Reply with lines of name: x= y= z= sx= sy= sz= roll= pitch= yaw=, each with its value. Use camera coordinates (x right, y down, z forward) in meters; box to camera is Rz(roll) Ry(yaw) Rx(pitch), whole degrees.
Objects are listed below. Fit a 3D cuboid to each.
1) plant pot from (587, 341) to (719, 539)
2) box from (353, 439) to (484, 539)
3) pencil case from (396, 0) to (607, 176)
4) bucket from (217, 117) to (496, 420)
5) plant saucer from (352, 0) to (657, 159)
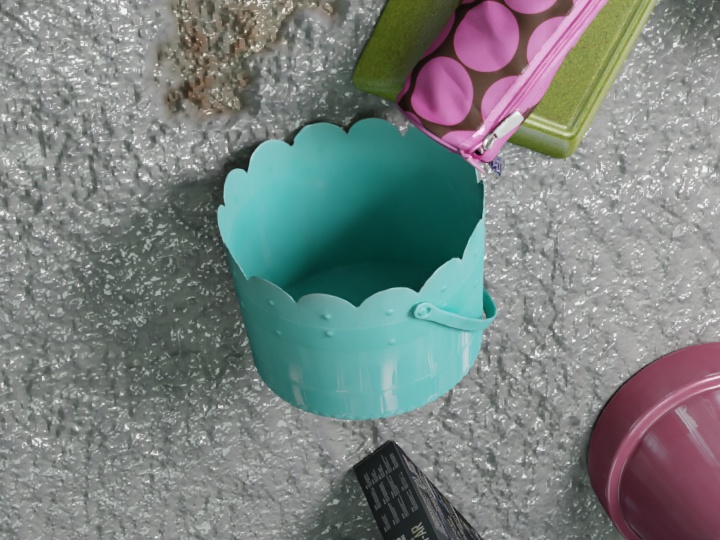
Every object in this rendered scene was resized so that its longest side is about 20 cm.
plant pot: x=0.315 y=0.189 z=1.563 sx=0.200 sy=0.179 sz=0.200 roll=-8 pitch=122 yaw=-13
box: x=0.078 y=0.251 z=1.516 sx=0.044 sy=0.200 sz=0.160 roll=-37 pitch=124 yaw=6
pencil case: x=0.115 y=-0.167 z=1.284 sx=0.091 sy=0.094 sz=0.200 roll=25 pitch=109 yaw=-28
bucket: x=0.000 y=0.000 z=1.347 sx=0.207 sy=0.207 sz=0.135 roll=-14 pitch=132 yaw=-8
plant saucer: x=0.124 y=-0.183 z=1.362 sx=0.200 sy=0.048 sz=0.200 roll=17 pitch=114 yaw=-25
